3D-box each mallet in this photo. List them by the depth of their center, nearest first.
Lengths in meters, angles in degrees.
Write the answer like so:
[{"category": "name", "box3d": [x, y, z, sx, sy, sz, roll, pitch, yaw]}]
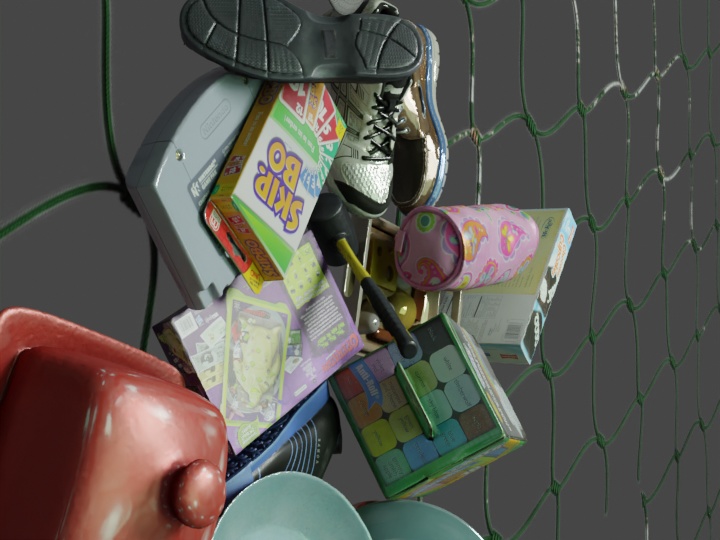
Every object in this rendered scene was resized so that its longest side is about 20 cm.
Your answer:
[{"category": "mallet", "box3d": [0.000, 0.000, 0.984, 0.041, 0.200, 0.066, -27, 126, -6]}]

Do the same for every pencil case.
[{"category": "pencil case", "box3d": [0.109, -0.026, 1.151, 0.200, 0.087, 0.088, -10, 98, -60]}]

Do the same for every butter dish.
[{"category": "butter dish", "box3d": [-0.154, 0.142, 0.754, 0.199, 0.147, 0.202, 33, 63, -54]}]

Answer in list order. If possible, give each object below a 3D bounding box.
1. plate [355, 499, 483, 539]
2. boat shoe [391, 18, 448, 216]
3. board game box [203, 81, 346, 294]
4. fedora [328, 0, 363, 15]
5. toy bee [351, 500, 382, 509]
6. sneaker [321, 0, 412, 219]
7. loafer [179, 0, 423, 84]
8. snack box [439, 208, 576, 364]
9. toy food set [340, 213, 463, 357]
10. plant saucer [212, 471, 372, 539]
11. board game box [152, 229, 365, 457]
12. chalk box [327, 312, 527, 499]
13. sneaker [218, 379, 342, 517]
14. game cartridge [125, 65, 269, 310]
[{"category": "plate", "box3d": [0.036, 0.307, 1.014, 0.026, 0.198, 0.202, -5, 95, -84]}, {"category": "boat shoe", "box3d": [0.037, -0.154, 1.134, 0.072, 0.072, 0.202, 14, 68, -50]}, {"category": "board game box", "box3d": [-0.066, -0.084, 0.934, 0.096, 0.030, 0.201, 59, 41, -40]}, {"category": "fedora", "box3d": [-0.053, -0.302, 0.961, 0.200, 0.090, 0.178, -63, 143, -53]}, {"category": "toy bee", "box3d": [0.039, 0.324, 1.096, 0.131, 0.108, 0.202, -145, -121, -76]}, {"category": "sneaker", "box3d": [0.006, -0.149, 1.040, 0.075, 0.087, 0.202, -8, 90, -41]}, {"category": "loafer", "box3d": [-0.050, -0.177, 0.920, 0.198, 0.063, 0.073, 4, 78, -16]}, {"category": "snack box", "box3d": [0.160, 0.014, 1.277, 0.037, 0.115, 0.201, 58, 44, -39]}, {"category": "toy food set", "box3d": [0.047, 0.022, 1.150, 0.200, 0.060, 0.145, 23, 71, -56]}, {"category": "plant saucer", "box3d": [-0.059, 0.260, 0.889, 0.200, 0.039, 0.203, 21, 61, -44]}, {"category": "board game box", "box3d": [-0.079, 0.056, 0.956, 0.200, 0.032, 0.121, -35, 100, -51]}, {"category": "chalk box", "box3d": [0.059, 0.126, 1.028, 0.125, 0.123, 0.200, 64, 10, 17]}, {"category": "sneaker", "box3d": [-0.072, 0.164, 0.954, 0.200, 0.070, 0.078, -37, 114, -53]}, {"category": "game cartridge", "box3d": [-0.111, -0.081, 0.910, 0.134, 0.041, 0.200, 65, 35, -28]}]
